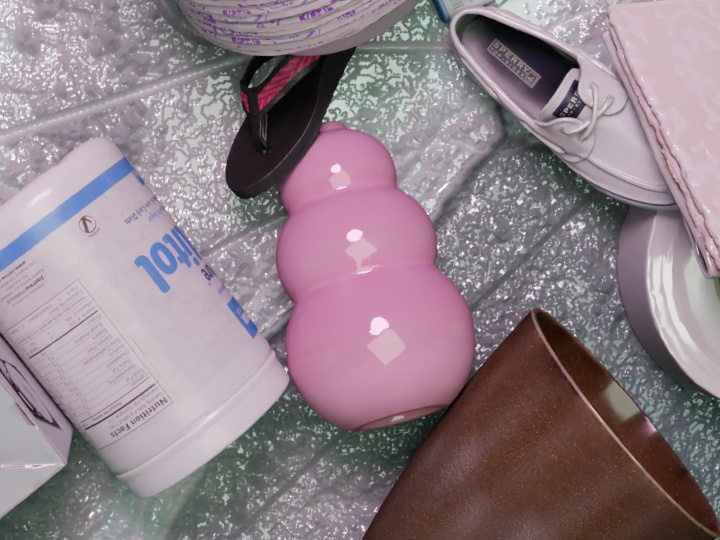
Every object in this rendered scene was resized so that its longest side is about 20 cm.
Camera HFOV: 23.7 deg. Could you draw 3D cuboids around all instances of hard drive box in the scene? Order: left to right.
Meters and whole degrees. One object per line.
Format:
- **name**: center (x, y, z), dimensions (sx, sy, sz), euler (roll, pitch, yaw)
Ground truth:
- **hard drive box**: center (-0.252, 0.065, 1.042), dimensions (0.077, 0.200, 0.156), euler (-38, 98, -5)

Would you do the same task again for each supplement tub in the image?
- **supplement tub**: center (-0.153, 0.029, 1.089), dimensions (0.132, 0.132, 0.200), euler (-39, 98, -4)

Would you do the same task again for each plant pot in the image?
- **plant pot**: center (0.099, 0.160, 1.122), dimensions (0.200, 0.187, 0.187), euler (-41, 98, 11)

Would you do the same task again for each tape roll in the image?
- **tape roll**: center (0.281, -0.005, 1.178), dimensions (0.202, 0.071, 0.203), euler (-1, 94, -7)

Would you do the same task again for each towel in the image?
- **towel**: center (0.268, -0.093, 1.105), dimensions (0.191, 0.032, 0.200), euler (-9, 65, -23)

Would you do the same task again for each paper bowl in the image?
- **paper bowl**: center (-0.028, -0.215, 1.071), dimensions (0.200, 0.201, 0.104), euler (-35, 137, -4)

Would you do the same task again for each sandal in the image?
- **sandal**: center (-0.042, -0.140, 1.121), dimensions (0.045, 0.075, 0.200), euler (34, 80, -37)

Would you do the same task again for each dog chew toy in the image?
- **dog chew toy**: center (0.000, 0.000, 1.116), dimensions (0.124, 0.125, 0.201), euler (-14, 80, -7)

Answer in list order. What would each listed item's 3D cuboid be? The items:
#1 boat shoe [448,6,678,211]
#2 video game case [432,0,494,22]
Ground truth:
- **boat shoe**: center (0.137, -0.105, 1.120), dimensions (0.200, 0.065, 0.074), euler (33, 99, 15)
- **video game case**: center (0.117, -0.274, 1.165), dimensions (0.200, 0.018, 0.143), euler (-25, 96, -5)
